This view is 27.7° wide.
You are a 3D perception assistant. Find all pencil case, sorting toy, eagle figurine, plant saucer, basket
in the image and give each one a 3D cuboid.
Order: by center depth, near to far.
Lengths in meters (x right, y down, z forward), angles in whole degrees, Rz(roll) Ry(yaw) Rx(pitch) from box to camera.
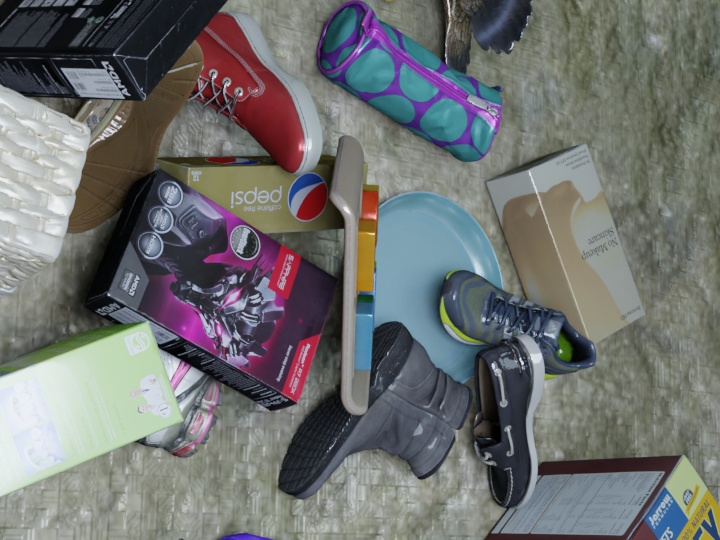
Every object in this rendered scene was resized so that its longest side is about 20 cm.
[{"bbox_3d":[-0.326,-0.079,1.130,0.200,0.123,0.136,23,68,-31],"label":"basket"},{"bbox_3d":[0.000,0.000,1.279,0.036,0.185,0.201,-2,112,3],"label":"sorting toy"},{"bbox_3d":[0.053,-0.188,1.455,0.200,0.092,0.085,28,67,-30],"label":"pencil case"},{"bbox_3d":[0.063,0.021,1.468,0.200,0.027,0.201,7,79,-36],"label":"plant saucer"},{"bbox_3d":[0.091,-0.309,1.481,0.200,0.151,0.152,46,28,-7],"label":"eagle figurine"}]

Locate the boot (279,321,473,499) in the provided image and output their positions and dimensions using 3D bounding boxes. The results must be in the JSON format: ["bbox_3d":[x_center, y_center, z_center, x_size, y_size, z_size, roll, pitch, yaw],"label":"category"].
[{"bbox_3d":[0.023,0.160,1.377,0.132,0.070,0.200,46,73,-26],"label":"boot"}]

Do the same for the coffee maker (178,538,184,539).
[{"bbox_3d":[-0.119,0.342,1.177,0.200,0.192,0.135,29,24,-42],"label":"coffee maker"}]

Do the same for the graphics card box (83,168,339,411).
[{"bbox_3d":[-0.120,0.019,1.224,0.200,0.051,0.126,32,61,-25],"label":"graphics card box"}]

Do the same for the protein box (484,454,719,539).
[{"bbox_3d":[0.269,0.305,1.466,0.135,0.200,0.199,-47,110,-32],"label":"protein box"}]

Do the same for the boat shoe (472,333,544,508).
[{"bbox_3d":[0.139,0.157,1.446,0.060,0.074,0.201,-13,126,-23],"label":"boat shoe"}]

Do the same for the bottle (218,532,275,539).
[{"bbox_3d":[-0.044,0.294,1.316,0.200,0.065,0.084,20,67,-33],"label":"bottle"}]

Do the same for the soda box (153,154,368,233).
[{"bbox_3d":[-0.091,-0.070,1.332,0.199,0.068,0.064,-4,103,-38],"label":"soda box"}]

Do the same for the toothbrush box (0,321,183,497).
[{"bbox_3d":[-0.258,0.113,1.114,0.199,0.146,0.086,-23,96,-25],"label":"toothbrush box"}]

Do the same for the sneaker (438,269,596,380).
[{"bbox_3d":[0.160,0.051,1.467,0.200,0.081,0.074,27,67,-35],"label":"sneaker"}]

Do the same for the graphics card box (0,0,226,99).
[{"bbox_3d":[-0.218,-0.197,1.176,0.126,0.199,0.051,-56,133,-30],"label":"graphics card box"}]

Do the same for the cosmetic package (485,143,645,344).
[{"bbox_3d":[0.221,-0.024,1.566,0.105,0.071,0.201,-27,98,-37],"label":"cosmetic package"}]

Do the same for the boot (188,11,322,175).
[{"bbox_3d":[-0.130,-0.154,1.282,0.144,0.073,0.200,-8,49,-36],"label":"boot"}]

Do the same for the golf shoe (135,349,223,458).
[{"bbox_3d":[-0.155,0.056,1.269,0.092,0.073,0.201,26,68,-29],"label":"golf shoe"}]

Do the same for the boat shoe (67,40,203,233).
[{"bbox_3d":[-0.206,-0.122,1.236,0.073,0.063,0.200,29,101,-45],"label":"boat shoe"}]
